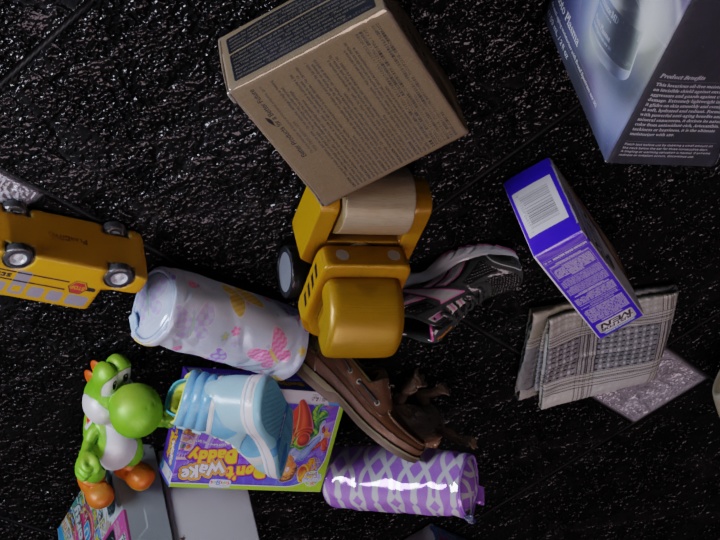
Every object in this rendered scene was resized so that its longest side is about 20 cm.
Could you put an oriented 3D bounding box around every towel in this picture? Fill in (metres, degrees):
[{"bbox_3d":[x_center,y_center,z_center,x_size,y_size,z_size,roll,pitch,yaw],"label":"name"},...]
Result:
[{"bbox_3d":[0.293,0.098,1.875,0.198,0.035,0.193,-9,142,-9],"label":"towel"}]

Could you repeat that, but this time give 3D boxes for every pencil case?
[{"bbox_3d":[-0.150,0.061,1.618,0.199,0.083,0.091,17,118,-37],"label":"pencil case"},{"bbox_3d":[0.052,0.256,1.826,0.198,0.085,0.085,3,164,22],"label":"pencil case"}]

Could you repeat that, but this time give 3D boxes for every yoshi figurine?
[{"bbox_3d":[-0.268,0.188,1.695,0.111,0.113,0.201,8,131,-1],"label":"yoshi figurine"}]

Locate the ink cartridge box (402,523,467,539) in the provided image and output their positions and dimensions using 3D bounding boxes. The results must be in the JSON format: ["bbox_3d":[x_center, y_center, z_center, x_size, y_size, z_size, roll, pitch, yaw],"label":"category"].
[{"bbox_3d":[0.120,0.462,2.236,0.136,0.077,0.200,-34,141,21],"label":"ink cartridge box"}]

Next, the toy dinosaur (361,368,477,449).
[{"bbox_3d":[0.052,0.199,1.876,0.199,0.086,0.135,24,134,-34],"label":"toy dinosaur"}]

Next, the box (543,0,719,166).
[{"bbox_3d":[0.268,-0.233,1.314,0.122,0.201,0.199,0,139,-20],"label":"box"}]

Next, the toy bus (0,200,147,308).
[{"bbox_3d":[-0.313,-0.013,1.478,0.199,0.065,0.078,12,135,-33],"label":"toy bus"}]

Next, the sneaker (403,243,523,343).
[{"bbox_3d":[0.090,0.040,1.681,0.198,0.087,0.081,-17,145,0],"label":"sneaker"}]

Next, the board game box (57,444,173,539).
[{"bbox_3d":[-0.305,0.329,1.845,0.064,0.148,0.200,7,136,-29],"label":"board game box"}]

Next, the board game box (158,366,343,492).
[{"bbox_3d":[-0.127,0.190,1.776,0.198,0.045,0.136,6,109,-28],"label":"board game box"}]

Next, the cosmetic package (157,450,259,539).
[{"bbox_3d":[-0.184,0.318,1.833,0.107,0.201,0.085,-8,144,-16],"label":"cosmetic package"}]

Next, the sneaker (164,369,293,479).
[{"bbox_3d":[-0.149,0.168,1.692,0.129,0.080,0.201,7,148,12],"label":"sneaker"}]

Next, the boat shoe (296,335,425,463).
[{"bbox_3d":[0.011,0.146,1.747,0.200,0.072,0.068,40,91,-20],"label":"boat shoe"}]

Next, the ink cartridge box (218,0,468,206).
[{"bbox_3d":[-0.014,-0.169,1.388,0.164,0.076,0.200,-25,143,13],"label":"ink cartridge box"}]

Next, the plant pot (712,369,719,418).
[{"bbox_3d":[0.537,0.161,1.946,0.134,0.201,0.201,32,130,-2],"label":"plant pot"}]

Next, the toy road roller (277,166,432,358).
[{"bbox_3d":[0.000,0.000,1.547,0.122,0.147,0.201,0,140,-21],"label":"toy road roller"}]

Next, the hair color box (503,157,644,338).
[{"bbox_3d":[0.235,-0.022,1.639,0.064,0.110,0.200,-28,142,13],"label":"hair color box"}]
